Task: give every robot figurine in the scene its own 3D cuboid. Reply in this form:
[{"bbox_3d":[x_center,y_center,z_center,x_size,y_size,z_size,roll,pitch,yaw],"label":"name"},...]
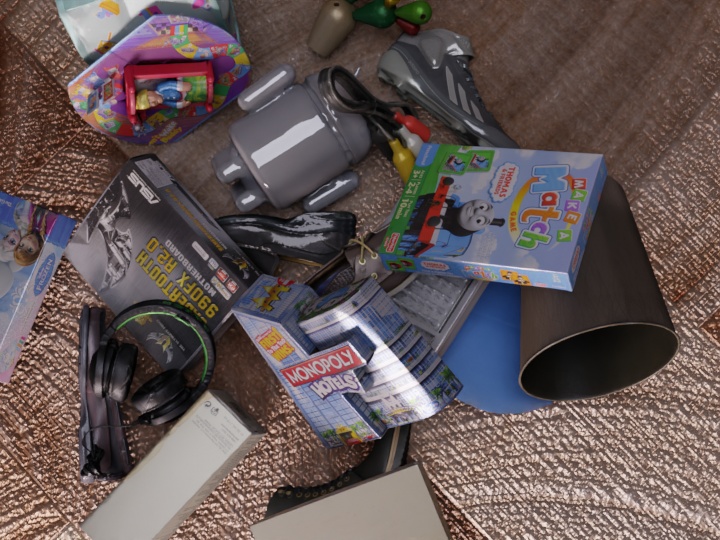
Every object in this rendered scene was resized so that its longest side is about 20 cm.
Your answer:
[{"bbox_3d":[-0.068,-0.146,1.248,0.200,0.113,0.170,-31,119,0],"label":"robot figurine"}]

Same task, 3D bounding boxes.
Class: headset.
[{"bbox_3d":[-0.238,0.128,1.189,0.123,0.094,0.200,32,101,-11],"label":"headset"}]

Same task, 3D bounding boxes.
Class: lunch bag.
[{"bbox_3d":[-0.231,-0.291,1.235,0.170,0.200,0.122,-13,82,4],"label":"lunch bag"}]

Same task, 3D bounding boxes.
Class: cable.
[{"bbox_3d":[0.028,-0.170,1.201,0.050,0.200,0.097,-3,59,31],"label":"cable"}]

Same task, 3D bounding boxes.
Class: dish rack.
[{"bbox_3d":[0.071,0.010,1.223,0.172,0.044,0.200,28,85,47],"label":"dish rack"}]

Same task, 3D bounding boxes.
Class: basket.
[{"bbox_3d":[0.232,0.010,1.160,0.136,0.180,0.200,18,52,-28],"label":"basket"}]

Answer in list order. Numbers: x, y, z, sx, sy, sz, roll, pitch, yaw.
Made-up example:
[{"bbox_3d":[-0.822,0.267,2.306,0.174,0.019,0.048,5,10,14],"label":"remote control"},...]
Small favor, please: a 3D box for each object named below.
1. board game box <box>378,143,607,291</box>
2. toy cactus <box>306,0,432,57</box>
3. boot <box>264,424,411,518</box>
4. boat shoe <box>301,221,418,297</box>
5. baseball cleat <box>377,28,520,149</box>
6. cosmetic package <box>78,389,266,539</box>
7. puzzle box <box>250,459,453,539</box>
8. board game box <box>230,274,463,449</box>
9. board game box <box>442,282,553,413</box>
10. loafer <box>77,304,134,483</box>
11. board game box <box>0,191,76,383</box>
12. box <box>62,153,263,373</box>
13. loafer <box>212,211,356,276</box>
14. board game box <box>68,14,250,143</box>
[{"bbox_3d":[0.136,-0.059,1.139,0.200,0.037,0.151,7,57,25],"label":"board game box"},{"bbox_3d":[-0.004,-0.323,1.283,0.200,0.102,0.165,42,112,13],"label":"toy cactus"},{"bbox_3d":[-0.030,0.235,1.223,0.138,0.077,0.200,17,84,11],"label":"boot"},{"bbox_3d":[0.000,0.000,1.215,0.200,0.060,0.072,-39,43,15],"label":"boat shoe"},{"bbox_3d":[0.117,-0.205,1.265,0.200,0.070,0.106,37,87,7],"label":"baseball cleat"},{"bbox_3d":[-0.201,0.226,1.219,0.073,0.104,0.200,44,87,8],"label":"cosmetic package"},{"bbox_3d":[-0.003,0.294,1.173,0.200,0.025,0.133,-22,89,13],"label":"puzzle box"},{"bbox_3d":[-0.028,0.083,1.149,0.200,0.200,0.062,49,54,-13],"label":"board game box"},{"bbox_3d":[0.156,0.062,1.244,0.158,0.039,0.200,19,75,4],"label":"board game box"},{"bbox_3d":[-0.287,0.139,1.261,0.063,0.072,0.200,0,90,-14],"label":"loafer"},{"bbox_3d":[-0.449,0.001,1.272,0.200,0.043,0.199,19,85,21],"label":"board game box"},{"bbox_3d":[-0.220,-0.005,1.241,0.200,0.048,0.158,48,118,8],"label":"box"},{"bbox_3d":[-0.103,-0.027,1.260,0.200,0.073,0.072,-2,87,5],"label":"loafer"},{"bbox_3d":[-0.215,-0.192,1.226,0.200,0.158,0.039,-31,54,25],"label":"board game box"}]
